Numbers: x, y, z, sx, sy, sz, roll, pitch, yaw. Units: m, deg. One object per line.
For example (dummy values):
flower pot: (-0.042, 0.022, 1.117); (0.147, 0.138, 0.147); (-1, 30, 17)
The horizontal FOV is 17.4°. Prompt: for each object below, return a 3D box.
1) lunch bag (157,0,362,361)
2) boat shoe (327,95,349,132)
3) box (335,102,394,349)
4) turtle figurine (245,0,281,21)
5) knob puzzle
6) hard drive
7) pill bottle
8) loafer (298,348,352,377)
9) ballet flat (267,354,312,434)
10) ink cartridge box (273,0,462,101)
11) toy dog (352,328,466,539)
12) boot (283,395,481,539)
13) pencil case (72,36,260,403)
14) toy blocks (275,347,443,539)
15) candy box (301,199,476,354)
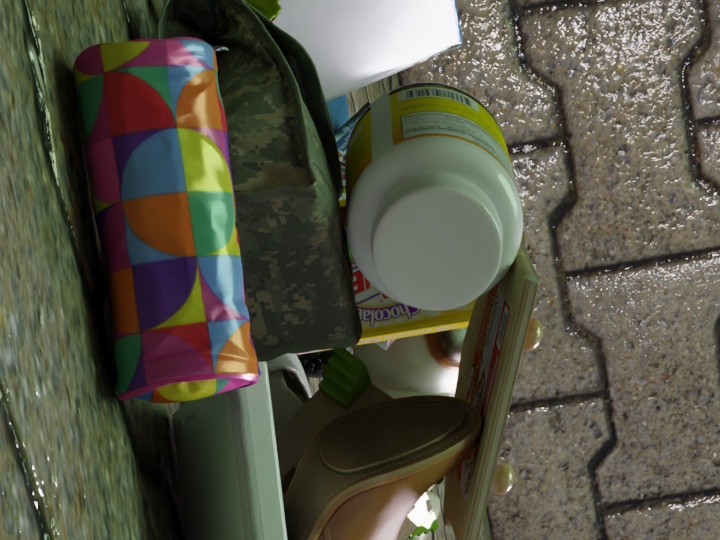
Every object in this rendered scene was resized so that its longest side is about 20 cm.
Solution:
lunch bag: (-0.072, -0.064, 1.484); (0.164, 0.117, 0.200); (77, 0, -50)
boat shoe: (-0.061, -0.073, 1.842); (0.069, 0.084, 0.201); (-28, -136, 50)
box: (0.012, -0.037, 1.759); (0.200, 0.137, 0.040); (-47, 163, -47)
turtle figurine: (-0.086, -0.139, 1.612); (0.200, 0.064, 0.161); (53, -14, 35)
knob puzzle: (0.088, 0.071, 1.511); (0.220, 0.030, 0.220); (-169, -90, -85)
hard drive: (-0.069, 0.164, 1.319); (0.132, 0.026, 0.201); (139, -54, -65)
pill bottle: (0.045, -0.044, 1.479); (0.200, 0.109, 0.110); (-91, 170, -71)
loafer: (-0.045, -0.003, 1.924); (0.071, 0.073, 0.201); (94, -6, -71)
ballet flat: (-0.047, 0.121, 1.631); (0.070, 0.069, 0.200); (-92, 165, -52)
ink cartridge box: (-0.036, -0.250, 1.715); (0.147, 0.144, 0.200); (75, -11, -52)
toy dog: (0.016, 0.102, 1.784); (0.194, 0.139, 0.201); (21, 92, -43)
boot: (0.004, 0.179, 1.459); (0.077, 0.200, 0.156); (34, -28, 51)
pencil case: (-0.104, -0.029, 1.260); (0.088, 0.088, 0.201); (51, 31, -79)
toy blocks: (-0.026, 0.158, 1.546); (0.100, 0.137, 0.200); (35, -20, 28)
candy box: (0.000, 0.000, 1.645); (0.026, 0.199, 0.103); (44, 37, -77)
